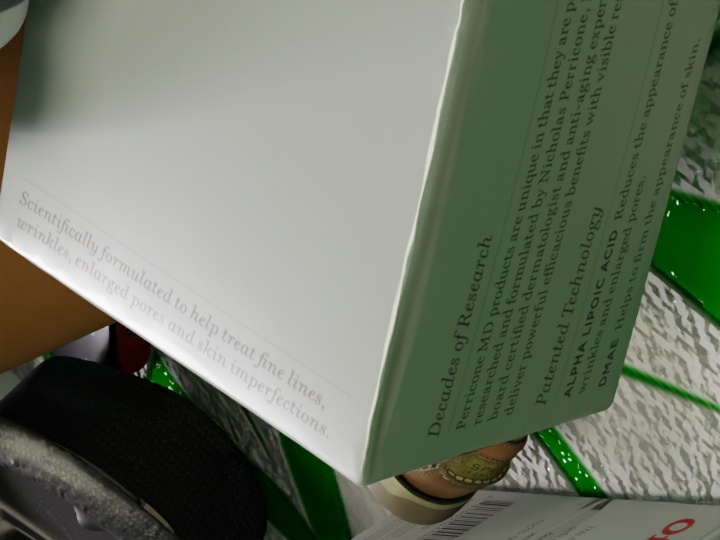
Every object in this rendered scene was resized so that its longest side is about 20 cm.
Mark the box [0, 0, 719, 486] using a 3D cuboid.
[{"bbox_3d":[-0.003,-0.069,0.798,0.199,0.130,0.201,32,120,37],"label":"box"}]

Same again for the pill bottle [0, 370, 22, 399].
[{"bbox_3d":[-0.264,0.095,1.316,0.200,0.114,0.114,-8,108,54],"label":"pill bottle"}]

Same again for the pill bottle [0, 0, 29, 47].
[{"bbox_3d":[-0.160,-0.132,0.777,0.113,0.113,0.201,27,118,40],"label":"pill bottle"}]

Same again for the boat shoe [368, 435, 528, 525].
[{"bbox_3d":[0.000,0.000,0.950,0.200,0.072,0.068,54,131,11],"label":"boat shoe"}]

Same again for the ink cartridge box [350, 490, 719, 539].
[{"bbox_3d":[0.053,0.151,0.911,0.200,0.145,0.085,-6,109,55],"label":"ink cartridge box"}]

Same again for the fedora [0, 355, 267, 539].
[{"bbox_3d":[-0.116,0.108,1.132,0.200,0.092,0.201,24,146,18],"label":"fedora"}]

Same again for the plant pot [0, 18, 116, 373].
[{"bbox_3d":[-0.150,-0.045,0.975,0.200,0.139,0.201,170,90,-90],"label":"plant pot"}]

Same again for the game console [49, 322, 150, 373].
[{"bbox_3d":[-0.165,-0.053,1.153,0.177,0.031,0.201,34,137,34],"label":"game console"}]
